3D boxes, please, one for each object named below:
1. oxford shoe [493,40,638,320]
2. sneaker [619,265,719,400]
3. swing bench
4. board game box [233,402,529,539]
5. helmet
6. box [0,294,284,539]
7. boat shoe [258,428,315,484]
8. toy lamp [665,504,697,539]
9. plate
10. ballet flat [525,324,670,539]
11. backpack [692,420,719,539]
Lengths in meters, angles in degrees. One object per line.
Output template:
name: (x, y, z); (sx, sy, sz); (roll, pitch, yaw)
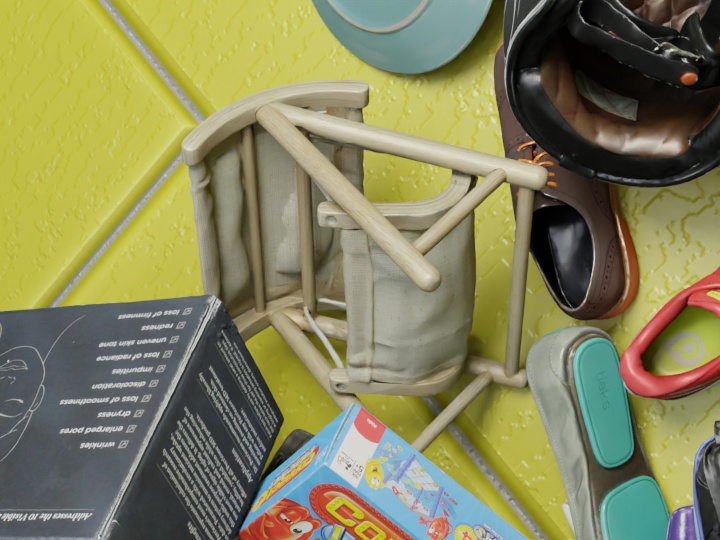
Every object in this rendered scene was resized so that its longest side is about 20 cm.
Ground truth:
oxford shoe: (0.128, -0.065, 1.009); (0.071, 0.073, 0.200); (-23, 81, 26)
sneaker: (0.242, 0.020, 0.945); (0.200, 0.085, 0.077); (-43, 74, 23)
swing bench: (0.000, 0.000, 1.001); (0.200, 0.130, 0.199); (29, 142, 27)
board game box: (0.011, 0.206, 1.008); (0.200, 0.056, 0.196); (38, 133, -8)
helmet: (0.179, -0.167, 0.914); (0.200, 0.200, 0.191); (5, 51, 27)
box: (-0.183, 0.130, 0.986); (0.200, 0.197, 0.124); (-4, 130, 26)
boat shoe: (-0.070, 0.204, 1.130); (0.065, 0.073, 0.200); (43, 106, 31)
toy lamp: (0.218, 0.244, 0.952); (0.058, 0.058, 0.200); (-16, 62, 27)
plate: (0.013, -0.230, 1.049); (0.200, 0.026, 0.201); (21, 119, 42)
ballet flat: (0.156, 0.133, 1.014); (0.064, 0.067, 0.200); (-11, 94, 57)
backpack: (0.296, 0.179, 0.887); (0.183, 0.147, 0.200); (-7, 84, 28)
